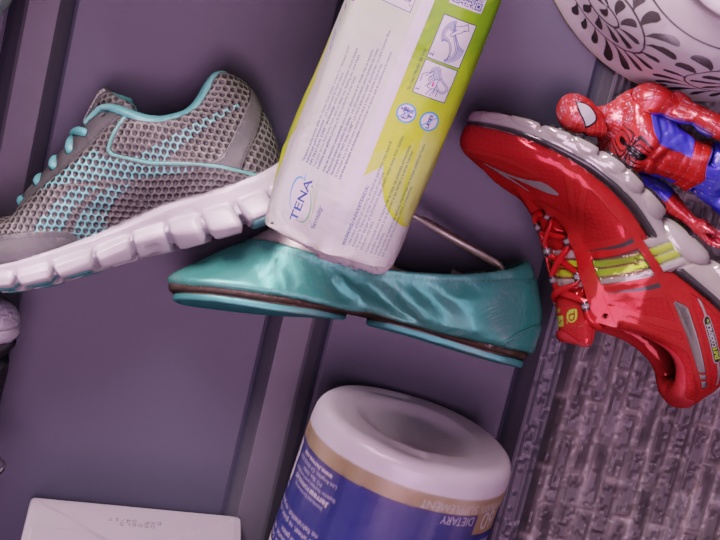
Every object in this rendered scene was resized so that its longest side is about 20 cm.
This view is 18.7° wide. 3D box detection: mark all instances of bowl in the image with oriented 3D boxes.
[{"bbox_3d":[0.190,-0.173,1.088,0.199,0.094,0.202,0,107,-2],"label":"bowl"}]

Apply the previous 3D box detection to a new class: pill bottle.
[{"bbox_3d":[-0.001,0.173,1.172,0.110,0.111,0.201,17,105,-7],"label":"pill bottle"}]

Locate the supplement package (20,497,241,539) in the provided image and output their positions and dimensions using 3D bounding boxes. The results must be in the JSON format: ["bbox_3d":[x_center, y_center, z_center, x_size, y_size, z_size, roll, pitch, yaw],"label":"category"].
[{"bbox_3d":[-0.132,0.242,1.181,0.120,0.120,0.201,5,106,-5],"label":"supplement package"}]

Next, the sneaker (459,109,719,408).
[{"bbox_3d":[0.122,-0.004,1.133,0.200,0.077,0.085,41,81,-12],"label":"sneaker"}]

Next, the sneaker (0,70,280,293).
[{"bbox_3d":[-0.133,-0.046,1.132,0.199,0.078,0.092,-16,91,-2],"label":"sneaker"}]

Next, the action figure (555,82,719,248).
[{"bbox_3d":[0.193,-0.048,1.145,0.199,0.052,0.066,23,130,-7],"label":"action figure"}]

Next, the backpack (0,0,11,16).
[{"bbox_3d":[-0.254,-0.146,1.059,0.200,0.127,0.167,-36,108,9],"label":"backpack"}]

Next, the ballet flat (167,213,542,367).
[{"bbox_3d":[0.000,0.000,1.152,0.199,0.067,0.071,11,87,-8],"label":"ballet flat"}]

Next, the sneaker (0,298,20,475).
[{"bbox_3d":[-0.277,0.067,1.137,0.199,0.075,0.115,1,93,-6],"label":"sneaker"}]

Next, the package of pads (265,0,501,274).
[{"bbox_3d":[0.013,-0.094,1.048,0.068,0.200,0.155,21,105,-3],"label":"package of pads"}]
